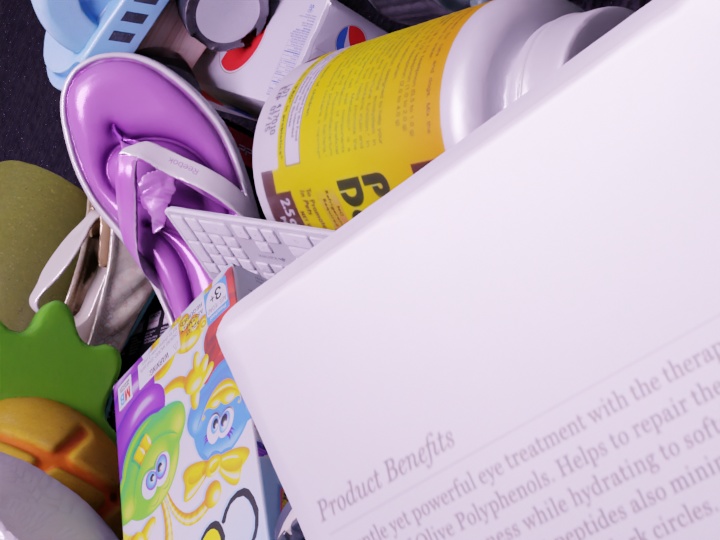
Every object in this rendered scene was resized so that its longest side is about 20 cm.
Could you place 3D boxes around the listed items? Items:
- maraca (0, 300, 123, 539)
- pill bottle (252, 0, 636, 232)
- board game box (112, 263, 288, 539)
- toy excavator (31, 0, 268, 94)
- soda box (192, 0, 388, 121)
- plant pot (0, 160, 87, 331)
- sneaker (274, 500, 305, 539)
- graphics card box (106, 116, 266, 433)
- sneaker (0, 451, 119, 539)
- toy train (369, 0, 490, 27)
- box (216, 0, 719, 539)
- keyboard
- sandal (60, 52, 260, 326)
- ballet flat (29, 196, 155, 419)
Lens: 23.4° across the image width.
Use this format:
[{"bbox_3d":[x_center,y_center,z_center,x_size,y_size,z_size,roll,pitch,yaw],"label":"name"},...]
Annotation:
[{"bbox_3d":[-0.169,0.115,0.871,0.107,0.136,0.203,-14,77,53],"label":"maraca"},{"bbox_3d":[0.047,-0.057,0.767,0.199,0.109,0.111,-9,62,52],"label":"pill bottle"},{"bbox_3d":[-0.038,0.117,0.778,0.103,0.104,0.201,-44,38,29],"label":"board game box"},{"bbox_3d":[-0.139,-0.191,0.906,0.195,0.199,0.100,-52,36,17],"label":"toy excavator"},{"bbox_3d":[-0.054,-0.120,0.986,0.199,0.068,0.064,23,88,57],"label":"soda box"},{"bbox_3d":[-0.231,0.041,1.058,0.186,0.187,0.201,-8,48,52],"label":"plant pot"},{"bbox_3d":[0.053,0.062,0.690,0.199,0.078,0.086,-31,26,0],"label":"sneaker"},{"bbox_3d":[-0.112,0.027,0.990,0.125,0.051,0.202,-21,52,46],"label":"graphics card box"},{"bbox_3d":[-0.131,0.172,0.792,0.088,0.200,0.075,-44,4,17],"label":"sneaker"},{"bbox_3d":[0.078,-0.178,0.835,0.199,0.085,0.116,2,83,53],"label":"toy train"},{"bbox_3d":[0.110,0.033,0.496,0.198,0.199,0.173,-34,76,38],"label":"box"},{"bbox_3d":[0.000,0.000,0.782,0.198,0.056,0.011,9,63,33],"label":"keyboard"},{"bbox_3d":[-0.088,-0.023,0.891,0.082,0.204,0.050,-29,0,1],"label":"sandal"},{"bbox_3d":[-0.161,0.043,0.945,0.067,0.062,0.202,19,87,57],"label":"ballet flat"}]
